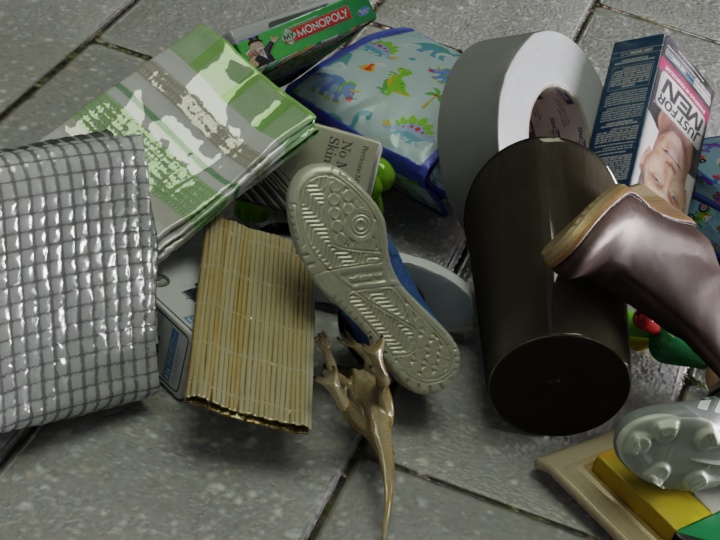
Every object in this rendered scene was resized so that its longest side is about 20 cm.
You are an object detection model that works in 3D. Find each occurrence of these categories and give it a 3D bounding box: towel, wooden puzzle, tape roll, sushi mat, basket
[{"bbox_3d":[-0.151,-0.103,1.463,0.149,0.031,0.200,41,66,18],"label":"towel"},{"bbox_3d":[0.259,0.172,1.399,0.185,0.037,0.200,-15,41,-38],"label":"wooden puzzle"},{"bbox_3d":[0.152,-0.111,1.647,0.066,0.201,0.200,-5,17,37],"label":"tape roll"},{"bbox_3d":[-0.229,0.007,1.334,0.165,0.201,0.085,-14,15,-43],"label":"towel"},{"bbox_3d":[-0.079,0.038,1.391,0.095,0.012,0.200,17,41,-14],"label":"sushi mat"},{"bbox_3d":[0.154,0.023,1.491,0.135,0.181,0.200,-4,41,4],"label":"basket"}]

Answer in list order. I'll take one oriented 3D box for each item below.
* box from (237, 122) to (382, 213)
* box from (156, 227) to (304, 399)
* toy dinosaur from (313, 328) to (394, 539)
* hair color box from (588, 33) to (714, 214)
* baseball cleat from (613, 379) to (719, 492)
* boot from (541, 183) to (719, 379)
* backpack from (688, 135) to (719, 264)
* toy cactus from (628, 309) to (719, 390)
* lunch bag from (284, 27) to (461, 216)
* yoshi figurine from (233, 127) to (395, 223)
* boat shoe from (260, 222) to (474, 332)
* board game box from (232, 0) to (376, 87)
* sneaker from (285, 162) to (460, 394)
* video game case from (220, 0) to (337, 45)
[{"bbox_3d":[-0.086,-0.095,1.538,0.199,0.083,0.068,14,0,3],"label":"box"},{"bbox_3d":[-0.152,0.011,1.472,0.116,0.060,0.200,-14,41,-38],"label":"box"},{"bbox_3d":[0.008,0.103,1.362,0.058,0.101,0.200,-22,33,1],"label":"toy dinosaur"},{"bbox_3d":[0.259,-0.104,1.681,0.060,0.100,0.201,-6,57,40],"label":"hair color box"},{"bbox_3d":[0.266,0.121,1.401,0.199,0.070,0.107,11,27,-25],"label":"baseball cleat"},{"bbox_3d":[0.232,0.014,1.400,0.167,0.072,0.200,51,31,10],"label":"boot"},{"bbox_3d":[0.384,-0.069,1.741,0.200,0.135,0.182,28,33,27],"label":"backpack"},{"bbox_3d":[0.310,0.058,1.563,0.199,0.102,0.165,9,41,-24],"label":"toy cactus"},{"bbox_3d":[0.045,-0.137,1.719,0.170,0.128,0.200,29,24,25],"label":"lunch bag"},{"bbox_3d":[-0.054,-0.078,1.648,0.199,0.113,0.112,19,-12,35],"label":"yoshi figurine"},{"bbox_3d":[0.000,0.000,1.550,0.199,0.070,0.066,9,32,7],"label":"boat shoe"},{"bbox_3d":[-0.083,-0.183,1.636,0.134,0.200,0.029,-26,90,-27],"label":"board game box"},{"bbox_3d":[0.000,0.006,1.445,0.077,0.200,0.111,-38,9,-8],"label":"sneaker"},{"bbox_3d":[-0.118,-0.195,1.716,0.182,0.200,0.022,-27,91,-46],"label":"video game case"}]
